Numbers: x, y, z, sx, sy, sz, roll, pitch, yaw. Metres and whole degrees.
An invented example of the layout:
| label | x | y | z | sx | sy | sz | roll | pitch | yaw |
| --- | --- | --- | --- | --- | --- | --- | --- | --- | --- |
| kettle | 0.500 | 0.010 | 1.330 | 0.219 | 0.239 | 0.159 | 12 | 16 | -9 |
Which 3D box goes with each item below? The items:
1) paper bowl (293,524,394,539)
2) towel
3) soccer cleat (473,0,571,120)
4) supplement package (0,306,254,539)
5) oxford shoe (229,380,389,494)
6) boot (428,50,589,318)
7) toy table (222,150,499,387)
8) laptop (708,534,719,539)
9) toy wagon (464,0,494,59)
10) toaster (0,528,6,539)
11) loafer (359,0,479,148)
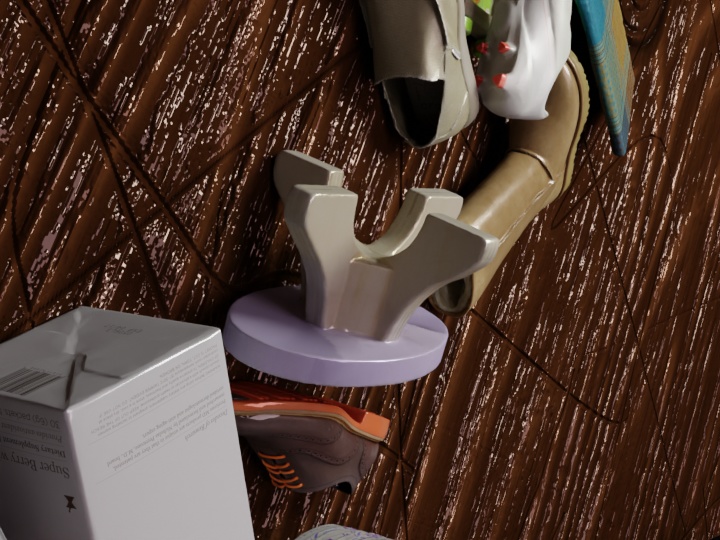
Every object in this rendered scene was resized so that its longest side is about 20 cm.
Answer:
| label | x | y | z | sx | sy | sz | roll | pitch | yaw |
| --- | --- | --- | --- | --- | --- | --- | --- | --- | --- |
| paper bowl | -0.030 | 0.287 | 0.933 | 0.200 | 0.104 | 0.202 | -11 | 103 | -52 |
| towel | 0.239 | -0.233 | 1.258 | 0.147 | 0.022 | 0.201 | -69 | 146 | -48 |
| soccer cleat | 0.146 | -0.222 | 1.054 | 0.077 | 0.069 | 0.201 | 15 | 91 | -41 |
| supplement package | -0.146 | 0.139 | 0.736 | 0.120 | 0.121 | 0.201 | -29 | 118 | -48 |
| oxford shoe | -0.045 | 0.125 | 0.917 | 0.200 | 0.071 | 0.073 | 23 | 82 | -53 |
| boot | 0.126 | -0.081 | 1.105 | 0.200 | 0.066 | 0.176 | -45 | 141 | -40 |
| toy table | 0.000 | 0.000 | 0.883 | 0.200 | 0.183 | 0.118 | -16 | 125 | -64 |
| laptop | 0.425 | 0.426 | 1.580 | 0.177 | 0.103 | 0.201 | -36 | 123 | -45 |
| toy wagon | 0.118 | -0.261 | 1.103 | 0.200 | 0.039 | 0.156 | 19 | 80 | -54 |
| toaster | -0.245 | 0.159 | 0.614 | 0.200 | 0.113 | 0.130 | -51 | 137 | -39 |
| loafer | 0.042 | -0.176 | 0.981 | 0.068 | 0.075 | 0.201 | -60 | 139 | -37 |
